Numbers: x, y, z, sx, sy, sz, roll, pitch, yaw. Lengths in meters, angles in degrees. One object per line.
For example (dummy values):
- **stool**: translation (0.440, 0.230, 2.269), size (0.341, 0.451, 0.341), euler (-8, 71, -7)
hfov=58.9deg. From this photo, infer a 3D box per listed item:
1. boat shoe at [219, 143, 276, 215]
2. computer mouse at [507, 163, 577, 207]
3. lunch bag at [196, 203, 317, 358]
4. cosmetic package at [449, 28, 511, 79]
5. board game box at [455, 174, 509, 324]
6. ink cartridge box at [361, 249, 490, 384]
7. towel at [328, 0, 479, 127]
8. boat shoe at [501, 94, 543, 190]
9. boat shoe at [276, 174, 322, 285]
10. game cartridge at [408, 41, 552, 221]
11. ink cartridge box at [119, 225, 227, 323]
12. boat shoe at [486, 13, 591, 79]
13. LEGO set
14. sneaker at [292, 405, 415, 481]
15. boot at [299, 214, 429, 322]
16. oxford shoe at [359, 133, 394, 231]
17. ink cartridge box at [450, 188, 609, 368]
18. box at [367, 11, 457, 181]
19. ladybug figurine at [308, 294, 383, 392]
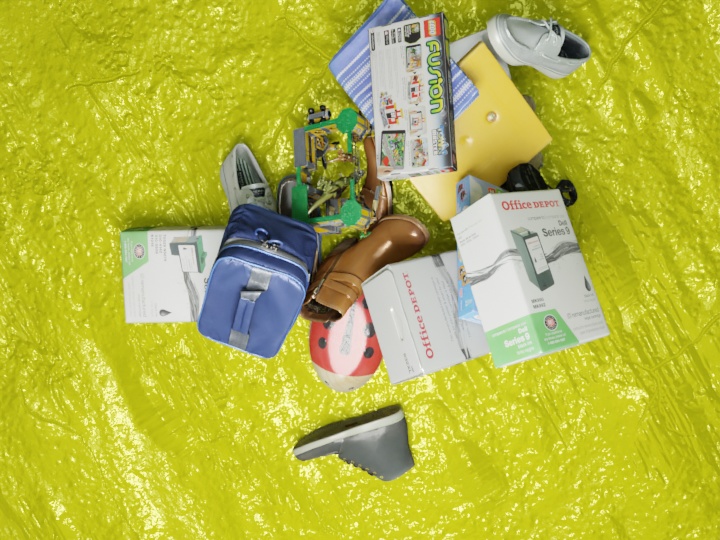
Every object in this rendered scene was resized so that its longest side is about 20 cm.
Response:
- **boat shoe**: translation (-0.167, -0.106, 0.972), size (0.203, 0.072, 0.067), euler (60, 141, 23)
- **computer mouse**: translation (0.272, -0.120, 0.955), size (0.034, 0.197, 0.060), euler (-33, 67, 38)
- **lunch bag**: translation (-0.141, 0.019, 0.878), size (0.132, 0.134, 0.202), euler (17, 134, -10)
- **cosmetic package**: translation (0.116, -0.286, 0.967), size (0.195, 0.108, 0.087), euler (-19, 95, 6)
- **board game box**: translation (0.202, -0.017, 0.894), size (0.148, 0.036, 0.205), euler (16, 62, -27)
- **ink cartridge box**: translation (0.116, 0.057, 0.885), size (0.196, 0.083, 0.149), euler (-11, 77, -34)
- **towel**: translation (0.055, -0.270, 0.892), size (0.144, 0.024, 0.202), euler (-41, 74, 14)
- **boat shoe**: translation (0.250, -0.169, 0.989), size (0.066, 0.075, 0.206), euler (-11, 102, -1)
- **boat shoe**: translation (-0.094, -0.051, 1.017), size (0.070, 0.072, 0.206), euler (-11, 96, 4)
- **game cartridge**: translation (0.151, -0.191, 0.925), size (0.199, 0.033, 0.177), euler (-39, 107, 13)
- **ink cartridge box**: translation (-0.272, 0.004, 1.025), size (0.194, 0.084, 0.151), euler (-2, 97, 3)
- **boat shoe**: translation (0.263, -0.334, 0.920), size (0.197, 0.071, 0.072), euler (3, 77, -40)
- **LEGO set**: translation (-0.027, -0.139, 0.973), size (0.150, 0.115, 0.206), euler (-15, 78, 27)
- **sneaker**: translation (-0.010, 0.306, 1.050), size (0.195, 0.075, 0.109), euler (-17, 93, 3)
- **boot**: translation (0.000, 0.000, 0.932), size (0.196, 0.156, 0.078), euler (-10, 123, 39)
- **oxford shoe**: translation (0.020, -0.116, 1.009), size (0.069, 0.071, 0.206), euler (-7, 97, 8)
- **ink cartridge box**: translation (0.215, 0.005, 0.817), size (0.143, 0.084, 0.205), euler (-7, 75, -35)
- **box**: translation (0.070, -0.230, 0.859), size (0.107, 0.035, 0.207), euler (-4, 88, 21)
- **ladybug figurine**: translation (-0.020, 0.101, 1.031), size (0.132, 0.072, 0.206), euler (8, 96, 2)
